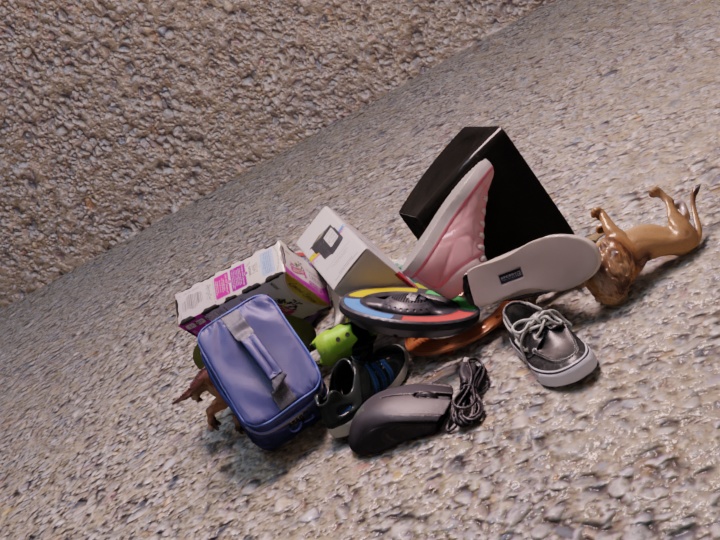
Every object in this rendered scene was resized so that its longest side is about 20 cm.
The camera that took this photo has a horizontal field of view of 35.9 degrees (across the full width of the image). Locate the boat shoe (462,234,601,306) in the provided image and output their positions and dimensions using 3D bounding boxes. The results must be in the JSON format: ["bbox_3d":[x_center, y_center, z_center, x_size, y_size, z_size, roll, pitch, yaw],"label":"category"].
[{"bbox_3d":[0.236,-0.006,1.460,0.198,0.076,0.092,-14,1,35],"label":"boat shoe"}]

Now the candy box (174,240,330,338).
[{"bbox_3d":[-0.164,0.046,1.691,0.198,0.136,0.062,-27,55,19],"label":"candy box"}]

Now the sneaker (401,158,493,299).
[{"bbox_3d":[0.151,-0.051,1.559,0.201,0.104,0.075,-56,5,-8],"label":"sneaker"}]

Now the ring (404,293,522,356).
[{"bbox_3d":[0.154,0.067,1.606,0.199,0.019,0.201,-27,18,9],"label":"ring"}]

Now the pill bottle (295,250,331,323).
[{"bbox_3d":[-0.130,0.060,1.944,0.111,0.112,0.200,-16,22,39],"label":"pill bottle"}]

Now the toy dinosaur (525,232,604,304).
[{"bbox_3d":[0.300,-0.021,1.538,0.199,0.059,0.101,-38,17,-22],"label":"toy dinosaur"}]

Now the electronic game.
[{"bbox_3d":[0.068,0.053,1.548,0.197,0.042,0.200,3,12,-1],"label":"electronic game"}]

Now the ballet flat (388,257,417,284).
[{"bbox_3d":[0.073,0.013,1.844,0.072,0.072,0.199,-38,20,-23],"label":"ballet flat"}]

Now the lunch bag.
[{"bbox_3d":[-0.134,0.146,1.553,0.135,0.201,0.133,-34,-26,-9],"label":"lunch bag"}]

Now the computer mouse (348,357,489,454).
[{"bbox_3d":[0.063,0.170,1.407,0.198,0.053,0.139,-24,19,20],"label":"computer mouse"}]

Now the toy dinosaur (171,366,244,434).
[{"bbox_3d":[-0.182,0.168,1.669,0.086,0.197,0.137,-109,37,-49],"label":"toy dinosaur"}]

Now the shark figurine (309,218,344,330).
[{"bbox_3d":[-0.058,0.028,1.888,0.089,0.218,0.128,-8,-7,33],"label":"shark figurine"}]

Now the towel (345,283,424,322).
[{"bbox_3d":[0.046,0.059,1.778,0.199,0.018,0.087,1,61,59],"label":"towel"}]

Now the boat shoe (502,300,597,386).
[{"bbox_3d":[0.225,0.080,1.359,0.073,0.069,0.199,-30,17,0],"label":"boat shoe"}]

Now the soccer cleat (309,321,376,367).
[{"bbox_3d":[-0.006,0.103,1.615,0.080,0.068,0.200,-28,-8,16],"label":"soccer cleat"}]

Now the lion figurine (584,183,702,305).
[{"bbox_3d":[0.372,-0.036,1.431,0.198,0.073,0.123,-23,51,2],"label":"lion figurine"}]

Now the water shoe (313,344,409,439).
[{"bbox_3d":[0.006,0.145,1.529,0.071,0.080,0.200,-18,21,34],"label":"water shoe"}]

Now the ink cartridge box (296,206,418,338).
[{"bbox_3d":[0.000,0.000,1.732,0.083,0.145,0.200,-50,29,4],"label":"ink cartridge box"}]

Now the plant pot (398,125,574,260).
[{"bbox_3d":[0.175,-0.085,1.695,0.177,0.200,0.200,-39,12,-5],"label":"plant pot"}]

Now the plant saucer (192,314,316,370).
[{"bbox_3d":[-0.163,0.133,1.741,0.198,0.200,0.031,-25,57,16],"label":"plant saucer"}]
